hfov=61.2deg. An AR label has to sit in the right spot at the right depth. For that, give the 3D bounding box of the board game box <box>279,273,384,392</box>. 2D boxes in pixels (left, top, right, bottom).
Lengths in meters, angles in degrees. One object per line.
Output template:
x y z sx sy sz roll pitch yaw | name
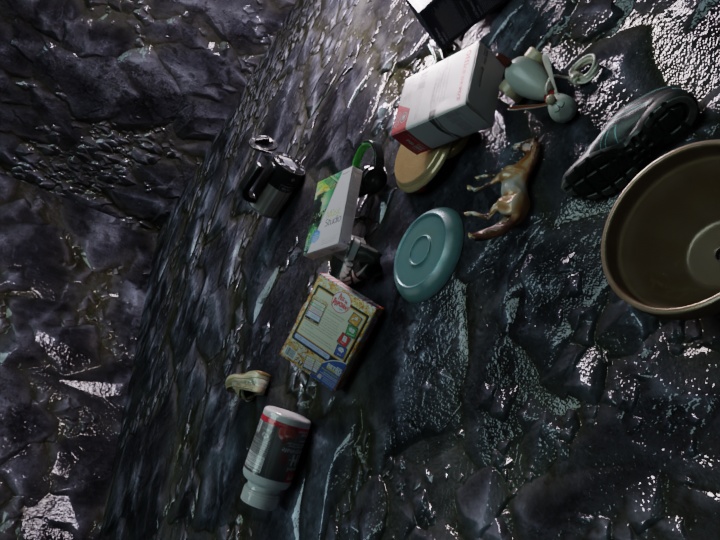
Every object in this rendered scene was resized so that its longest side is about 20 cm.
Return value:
-0.062 0.129 1.285 0.151 0.046 0.201 31 100 20 | board game box

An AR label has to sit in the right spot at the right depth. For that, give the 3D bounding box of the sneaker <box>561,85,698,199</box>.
0.365 -0.175 0.843 0.200 0.075 0.079 -40 24 31 | sneaker

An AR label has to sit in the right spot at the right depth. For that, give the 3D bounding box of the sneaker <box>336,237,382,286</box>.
0.000 0.000 1.339 0.200 0.090 0.067 112 178 -64 | sneaker

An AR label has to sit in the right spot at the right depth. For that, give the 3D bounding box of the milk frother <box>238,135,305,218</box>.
-0.306 -0.311 1.980 0.188 0.180 0.200 -51 35 26 | milk frother

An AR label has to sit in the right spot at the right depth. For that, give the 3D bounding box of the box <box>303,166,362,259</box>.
-0.066 -0.135 1.437 0.144 0.036 0.201 -15 58 49 | box

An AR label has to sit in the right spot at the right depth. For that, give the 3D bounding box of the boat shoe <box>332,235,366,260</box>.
-0.055 -0.063 1.477 0.201 0.071 0.070 22 89 62 | boat shoe

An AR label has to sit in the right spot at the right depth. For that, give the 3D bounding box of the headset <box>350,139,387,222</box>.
0.001 -0.216 1.467 0.123 0.094 0.201 -4 83 60 | headset

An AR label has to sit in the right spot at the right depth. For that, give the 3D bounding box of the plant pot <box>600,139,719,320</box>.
0.379 -0.033 0.673 0.201 0.092 0.202 -39 39 41 | plant pot

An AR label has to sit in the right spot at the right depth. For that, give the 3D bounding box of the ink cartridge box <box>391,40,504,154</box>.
0.168 -0.328 1.179 0.200 0.083 0.147 -10 58 50 | ink cartridge box

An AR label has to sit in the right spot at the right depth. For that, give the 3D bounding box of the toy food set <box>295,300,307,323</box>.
-0.095 0.134 1.409 0.200 0.048 0.198 -49 35 33 | toy food set

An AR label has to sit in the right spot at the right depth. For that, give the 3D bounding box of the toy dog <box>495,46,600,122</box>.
0.291 -0.325 1.036 0.132 0.096 0.200 -64 28 6 | toy dog

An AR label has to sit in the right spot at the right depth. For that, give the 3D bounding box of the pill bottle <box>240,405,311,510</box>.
-0.189 0.407 1.324 0.111 0.110 0.201 5 75 61 | pill bottle

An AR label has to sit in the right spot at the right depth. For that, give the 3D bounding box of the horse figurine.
0.238 -0.125 1.019 0.132 0.050 0.201 -14 48 37 | horse figurine

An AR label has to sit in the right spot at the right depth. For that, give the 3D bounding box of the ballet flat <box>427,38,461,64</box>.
0.194 -0.464 1.348 0.072 0.072 0.201 -43 37 37 | ballet flat

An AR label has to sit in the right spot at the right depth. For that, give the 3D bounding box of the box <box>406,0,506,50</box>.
0.202 -0.613 1.340 0.182 0.104 0.200 -35 38 15 | box

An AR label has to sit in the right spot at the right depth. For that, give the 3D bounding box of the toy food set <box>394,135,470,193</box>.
0.142 -0.256 1.299 0.200 0.049 0.198 -59 28 15 | toy food set

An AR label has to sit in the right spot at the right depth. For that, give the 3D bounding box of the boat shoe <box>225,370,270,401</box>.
-0.314 0.320 1.655 0.200 0.072 0.065 -22 50 47 | boat shoe

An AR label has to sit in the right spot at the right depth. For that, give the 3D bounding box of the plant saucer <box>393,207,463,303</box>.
0.124 -0.036 1.192 0.200 0.027 0.201 -39 39 41 | plant saucer
